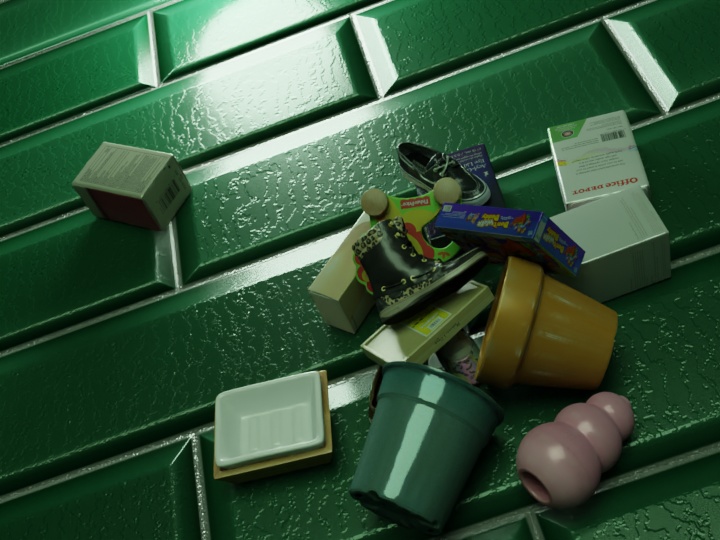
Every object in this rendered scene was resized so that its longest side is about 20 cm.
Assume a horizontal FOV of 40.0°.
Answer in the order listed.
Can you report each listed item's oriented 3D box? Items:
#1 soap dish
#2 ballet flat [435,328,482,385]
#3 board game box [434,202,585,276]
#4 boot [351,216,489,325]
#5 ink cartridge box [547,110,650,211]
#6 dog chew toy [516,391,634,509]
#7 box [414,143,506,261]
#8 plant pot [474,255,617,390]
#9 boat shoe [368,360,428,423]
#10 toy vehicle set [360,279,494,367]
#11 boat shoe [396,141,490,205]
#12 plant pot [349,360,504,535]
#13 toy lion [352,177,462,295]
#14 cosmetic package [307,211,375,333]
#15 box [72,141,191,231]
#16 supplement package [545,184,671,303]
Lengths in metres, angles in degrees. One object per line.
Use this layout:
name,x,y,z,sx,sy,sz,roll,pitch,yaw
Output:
soap dish,-0.139,0.258,1.614,0.198,0.082,0.158,-14,48,9
ballet flat,0.147,0.102,1.646,0.069,0.071,0.201,-23,48,-2
board game box,0.233,-0.050,1.555,0.199,0.134,0.045,10,71,48
boot,0.091,-0.021,1.590,0.199,0.073,0.151,-33,69,13
ink cartridge box,0.425,-0.177,1.767,0.143,0.084,0.201,-12,48,10
dog chew toy,0.320,0.250,1.432,0.199,0.125,0.124,-37,49,-22
box,0.185,-0.111,1.786,0.147,0.105,0.201,-17,48,5
plant pot,0.289,0.098,1.523,0.182,0.201,0.201,15,56,5
boat shoe,0.063,0.162,1.623,0.074,0.075,0.204,3,53,22
toy vehicle set,0.106,0.083,1.590,0.200,0.027,0.124,-40,27,-13
boat shoe,0.142,-0.174,1.738,0.072,0.068,0.200,-42,51,-16
plant pot,0.087,0.269,1.462,0.199,0.201,0.197,13,66,28
toy lion,0.083,-0.047,1.672,0.198,0.069,0.194,-8,88,7
cosmetic package,0.000,0.000,1.763,0.071,0.106,0.201,17,61,32
box,-0.479,-0.177,2.080,0.198,0.109,0.128,13,57,29
supplement package,0.393,-0.032,1.633,0.198,0.122,0.120,-20,48,2
